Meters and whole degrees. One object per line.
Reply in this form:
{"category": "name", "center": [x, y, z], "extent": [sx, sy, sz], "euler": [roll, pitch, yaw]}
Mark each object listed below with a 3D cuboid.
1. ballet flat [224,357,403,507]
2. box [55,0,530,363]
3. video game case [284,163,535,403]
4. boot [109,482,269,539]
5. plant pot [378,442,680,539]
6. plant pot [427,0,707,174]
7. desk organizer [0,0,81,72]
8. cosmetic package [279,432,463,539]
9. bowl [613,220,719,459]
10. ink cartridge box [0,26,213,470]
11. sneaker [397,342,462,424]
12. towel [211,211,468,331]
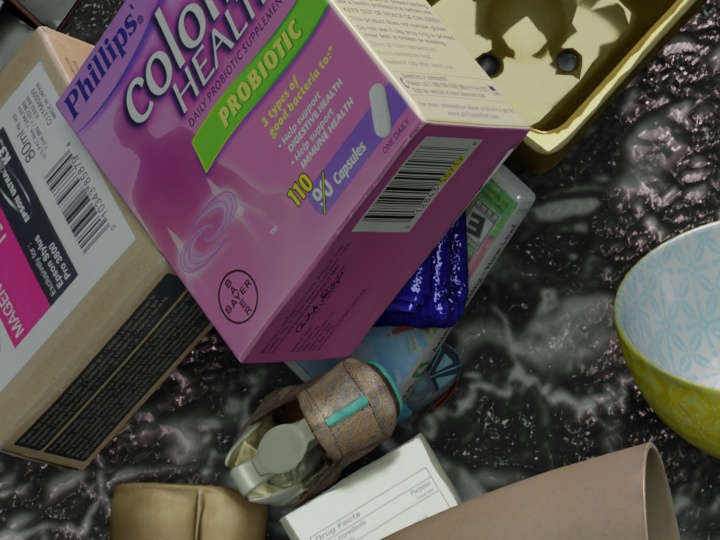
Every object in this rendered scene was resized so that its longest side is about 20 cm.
{"category": "ballet flat", "center": [-0.041, 0.100, 1.409], "extent": [0.067, 0.200, 0.068], "euler": [-33, 82, -27]}
{"category": "box", "center": [-0.041, -0.083, 1.315], "extent": [0.176, 0.096, 0.200], "euler": [-51, 61, 27]}
{"category": "video game case", "center": [-0.014, -0.033, 1.427], "extent": [0.200, 0.022, 0.183], "euler": [44, 116, 25]}
{"category": "boot", "center": [-0.070, 0.229, 1.455], "extent": [0.174, 0.066, 0.201], "euler": [3, 77, 2]}
{"category": "plant pot", "center": [0.073, 0.198, 1.324], "extent": [0.199, 0.187, 0.188], "euler": [-8, 78, 13]}
{"category": "plant pot", "center": [0.100, -0.176, 1.462], "extent": [0.195, 0.200, 0.194], "euler": [42, 83, 8]}
{"category": "desk organizer", "center": [-0.245, -0.148, 1.535], "extent": [0.077, 0.072, 0.201], "euler": [32, 82, 6]}
{"category": "cosmetic package", "center": [0.046, 0.210, 1.443], "extent": [0.103, 0.087, 0.201], "euler": [-29, 80, -3]}
{"category": "bowl", "center": [0.251, 0.061, 1.444], "extent": [0.199, 0.200, 0.108], "euler": [-8, 121, 1]}
{"category": "ink cartridge box", "center": [-0.175, -0.013, 1.422], "extent": [0.165, 0.075, 0.200], "euler": [-47, 53, 20]}
{"category": "sneaker", "center": [0.000, 0.000, 1.506], "extent": [0.095, 0.079, 0.201], "euler": [-16, 78, -23]}
{"category": "towel", "center": [-0.032, -0.038, 1.396], "extent": [0.199, 0.049, 0.149], "euler": [-1, 93, 36]}
